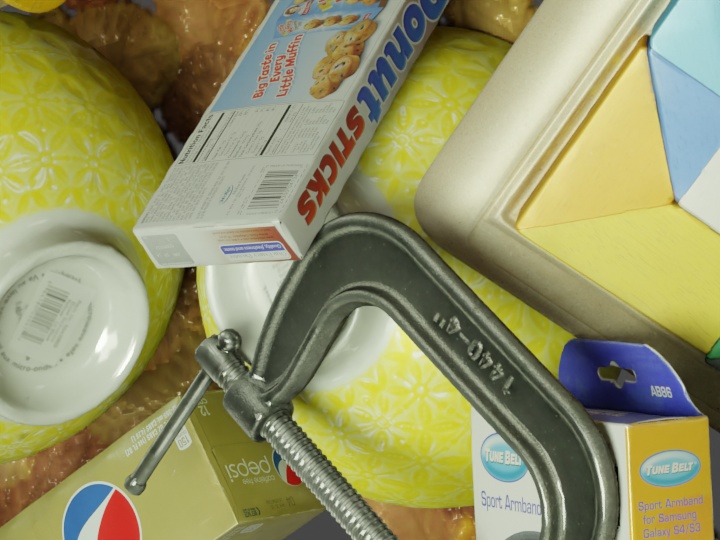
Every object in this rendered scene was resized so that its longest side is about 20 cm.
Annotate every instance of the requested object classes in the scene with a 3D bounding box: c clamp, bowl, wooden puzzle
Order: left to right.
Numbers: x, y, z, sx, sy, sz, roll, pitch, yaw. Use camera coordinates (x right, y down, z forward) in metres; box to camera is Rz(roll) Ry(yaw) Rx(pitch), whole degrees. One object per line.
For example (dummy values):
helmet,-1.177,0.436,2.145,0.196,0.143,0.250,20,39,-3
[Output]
bowl,-0.146,0.004,1.175,0.108,0.200,0.201,36,112,48
bowl,0.000,0.000,1.149,0.200,0.108,0.201,1,92,36
c clamp,0.009,0.073,1.064,0.200,0.027,0.171,42,119,30
wooden puzzle,0.143,-0.033,1.044,0.200,0.037,0.185,35,114,0

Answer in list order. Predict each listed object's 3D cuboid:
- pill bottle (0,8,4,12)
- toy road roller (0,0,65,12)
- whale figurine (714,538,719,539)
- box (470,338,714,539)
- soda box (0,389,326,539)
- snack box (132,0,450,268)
pill bottle,-0.223,-0.087,1.303,0.200,0.114,0.115,27,107,32
toy road roller,-0.108,-0.199,1.184,0.123,0.146,0.200,41,99,30
whale figurine,0.151,0.145,1.047,0.200,0.104,0.160,27,107,35
box,0.086,0.127,1.051,0.119,0.041,0.201,0,96,64
soda box,-0.112,0.127,1.258,0.200,0.068,0.064,-37,71,31
snack box,-0.016,-0.079,1.124,0.072,0.200,0.024,-4,132,36
